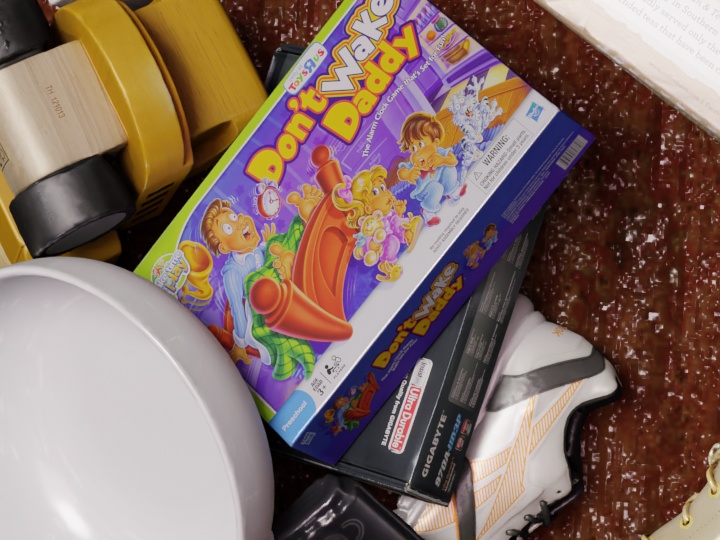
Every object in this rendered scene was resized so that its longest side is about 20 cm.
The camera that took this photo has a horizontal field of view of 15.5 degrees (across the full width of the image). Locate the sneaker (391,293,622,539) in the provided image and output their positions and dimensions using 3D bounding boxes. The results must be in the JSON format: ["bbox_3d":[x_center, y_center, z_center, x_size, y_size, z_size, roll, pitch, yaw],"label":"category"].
[{"bbox_3d":[0.062,0.116,1.317,0.080,0.074,0.201,27,96,11],"label":"sneaker"}]

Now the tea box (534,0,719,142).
[{"bbox_3d":[0.207,-0.112,1.221,0.200,0.197,0.134,38,97,13],"label":"tea box"}]

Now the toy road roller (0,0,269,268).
[{"bbox_3d":[-0.131,-0.070,1.334,0.145,0.200,0.123,-24,83,-20],"label":"toy road roller"}]

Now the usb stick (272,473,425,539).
[{"bbox_3d":[0.037,0.171,1.287,0.055,0.033,0.200,-41,118,11],"label":"usb stick"}]

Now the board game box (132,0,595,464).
[{"bbox_3d":[-0.002,-0.029,1.266,0.134,0.045,0.200,42,97,32],"label":"board game box"}]

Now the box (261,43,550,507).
[{"bbox_3d":[0.000,0.000,1.311,0.158,0.046,0.201,15,83,32],"label":"box"}]

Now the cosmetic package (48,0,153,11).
[{"bbox_3d":[-0.074,-0.208,1.339,0.199,0.113,0.081,-31,81,13],"label":"cosmetic package"}]

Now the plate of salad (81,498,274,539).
[{"bbox_3d":[-0.079,0.206,1.354,0.199,0.048,0.201,7,110,21],"label":"plate of salad"}]

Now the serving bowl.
[{"bbox_3d":[-0.114,0.080,1.268,0.199,0.066,0.201,19,124,31],"label":"serving bowl"}]

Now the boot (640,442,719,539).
[{"bbox_3d":[0.169,0.107,1.286,0.199,0.073,0.156,5,93,9],"label":"boot"}]
